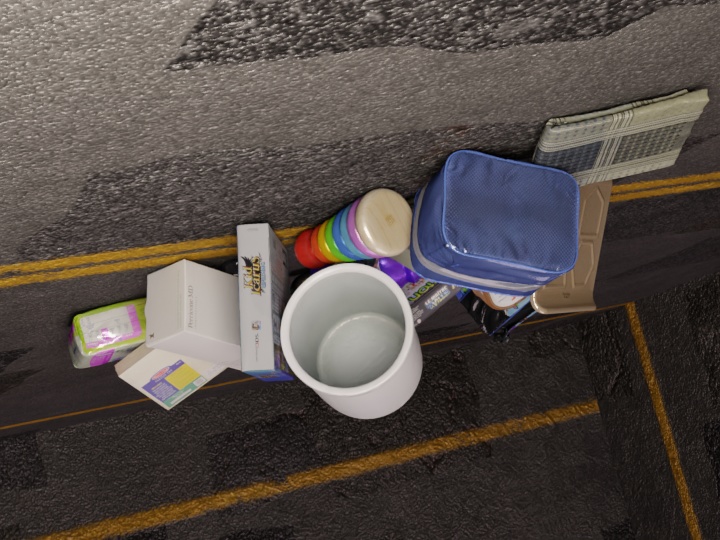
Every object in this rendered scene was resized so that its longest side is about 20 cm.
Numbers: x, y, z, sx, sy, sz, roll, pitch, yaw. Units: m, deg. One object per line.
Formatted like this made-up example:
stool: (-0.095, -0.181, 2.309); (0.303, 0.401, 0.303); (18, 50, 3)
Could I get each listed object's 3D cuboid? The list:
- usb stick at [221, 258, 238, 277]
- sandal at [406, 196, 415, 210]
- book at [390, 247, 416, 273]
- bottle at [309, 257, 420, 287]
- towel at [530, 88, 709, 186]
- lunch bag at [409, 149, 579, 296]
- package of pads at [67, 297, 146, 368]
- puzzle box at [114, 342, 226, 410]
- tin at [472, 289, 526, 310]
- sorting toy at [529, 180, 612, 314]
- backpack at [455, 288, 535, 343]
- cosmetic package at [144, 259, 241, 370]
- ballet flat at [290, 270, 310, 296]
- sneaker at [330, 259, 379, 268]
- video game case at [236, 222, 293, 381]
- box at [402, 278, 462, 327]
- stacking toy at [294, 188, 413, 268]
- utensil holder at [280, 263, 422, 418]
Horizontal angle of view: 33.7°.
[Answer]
usb stick: (-0.174, 0.015, 1.743); (0.055, 0.033, 0.200); (-6, 170, -5)
sandal: (0.098, -0.071, 1.562); (0.080, 0.058, 0.201); (-9, 169, -31)
book: (0.147, -0.041, 1.676); (0.199, 0.048, 0.134); (-10, -162, -19)
bottle: (0.026, -0.001, 1.799); (0.199, 0.084, 0.065); (-16, -149, 3)
towel: (0.300, -0.155, 1.419); (0.199, 0.035, 0.193); (-12, 160, -4)
lunch bag: (0.163, -0.050, 1.423); (0.199, 0.136, 0.132); (12, 161, -15)
package of pads: (-0.339, 0.088, 1.809); (0.199, 0.068, 0.154); (-14, 171, -20)
puzzle box: (-0.251, 0.119, 1.777); (0.200, 0.025, 0.133); (-36, 141, 5)
tin: (0.189, -0.023, 1.571); (0.112, 0.042, 0.200); (-35, 140, -4)
sorting toy: (0.278, -0.045, 1.596); (0.036, 0.201, 0.185); (8, -175, 34)
backpack: (0.261, -0.005, 1.873); (0.182, 0.135, 0.200); (-38, 173, -33)
cosmetic package: (-0.194, 0.067, 1.638); (0.085, 0.108, 0.200); (-20, 154, 36)
ballet flat: (-0.016, 0.014, 1.873); (0.199, 0.073, 0.073); (-13, 171, 5)
sneaker: (0.000, 0.000, 1.665); (0.070, 0.082, 0.200); (-3, 152, -11)
video game case: (-0.123, 0.047, 1.535); (0.045, 0.182, 0.200); (-5, 171, 3)
box: (0.084, 0.031, 1.824); (0.200, 0.035, 0.110); (-38, -150, -14)
stacking toy: (-0.021, -0.045, 1.521); (0.085, 0.086, 0.200); (-7, 175, -37)
utensil holder: (-0.005, 0.101, 1.571); (0.169, 0.171, 0.200); (-15, 162, 3)
